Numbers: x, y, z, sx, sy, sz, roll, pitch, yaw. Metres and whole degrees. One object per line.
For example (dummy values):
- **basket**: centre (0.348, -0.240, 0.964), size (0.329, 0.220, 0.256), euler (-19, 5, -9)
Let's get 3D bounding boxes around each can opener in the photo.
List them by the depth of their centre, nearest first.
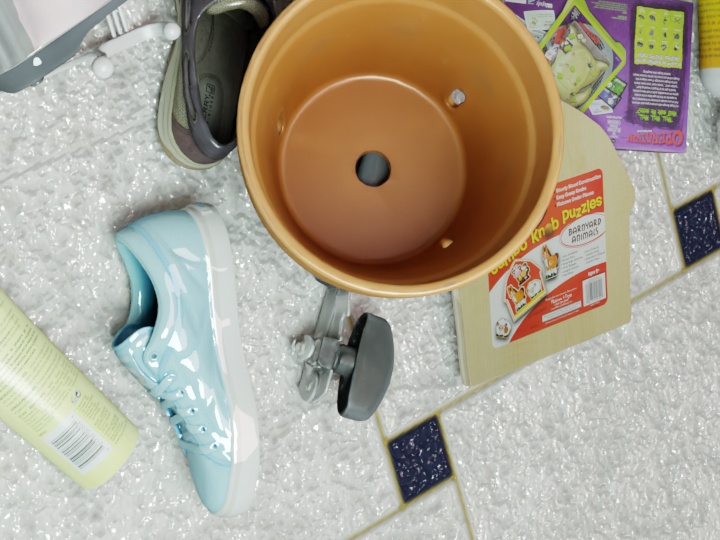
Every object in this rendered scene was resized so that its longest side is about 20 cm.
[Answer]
- **can opener**: centre (0.000, 0.000, 1.168), size (0.066, 0.053, 0.202), euler (16, 82, -20)

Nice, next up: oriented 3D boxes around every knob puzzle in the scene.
- **knob puzzle**: centre (0.128, -0.035, 1.267), size (0.218, 0.030, 0.222), euler (-11, 108, -38)

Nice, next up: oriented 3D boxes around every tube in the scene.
- **tube**: centre (-0.216, 0.050, 1.021), size (0.200, 0.052, 0.058), euler (46, 26, -26)

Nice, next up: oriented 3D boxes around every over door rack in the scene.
- **over door rack**: centre (-0.206, -0.173, 0.996), size (0.199, 0.066, 0.149), euler (-27, 108, -32)

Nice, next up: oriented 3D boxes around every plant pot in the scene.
- **plant pot**: centre (0.016, -0.075, 1.079), size (0.198, 0.140, 0.202), euler (1, 82, -8)

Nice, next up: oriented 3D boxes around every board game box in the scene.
- **board game box**: centre (0.174, -0.153, 1.302), size (0.198, 0.032, 0.122), euler (1, 89, -36)

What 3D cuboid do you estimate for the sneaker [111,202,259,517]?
- **sneaker**: centre (-0.119, 0.062, 1.082), size (0.081, 0.074, 0.202), euler (-10, 91, -27)

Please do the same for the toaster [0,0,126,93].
- **toaster**: centre (-0.164, -0.193, 0.920), size (0.200, 0.113, 0.130), euler (-40, 110, -21)

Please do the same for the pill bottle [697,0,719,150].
- **pill bottle**: centre (0.324, -0.198, 1.357), size (0.112, 0.112, 0.202), euler (-7, 97, -36)

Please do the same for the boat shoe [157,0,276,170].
- **boat shoe**: centre (-0.084, -0.165, 1.085), size (0.071, 0.065, 0.202), euler (12, 83, -33)
